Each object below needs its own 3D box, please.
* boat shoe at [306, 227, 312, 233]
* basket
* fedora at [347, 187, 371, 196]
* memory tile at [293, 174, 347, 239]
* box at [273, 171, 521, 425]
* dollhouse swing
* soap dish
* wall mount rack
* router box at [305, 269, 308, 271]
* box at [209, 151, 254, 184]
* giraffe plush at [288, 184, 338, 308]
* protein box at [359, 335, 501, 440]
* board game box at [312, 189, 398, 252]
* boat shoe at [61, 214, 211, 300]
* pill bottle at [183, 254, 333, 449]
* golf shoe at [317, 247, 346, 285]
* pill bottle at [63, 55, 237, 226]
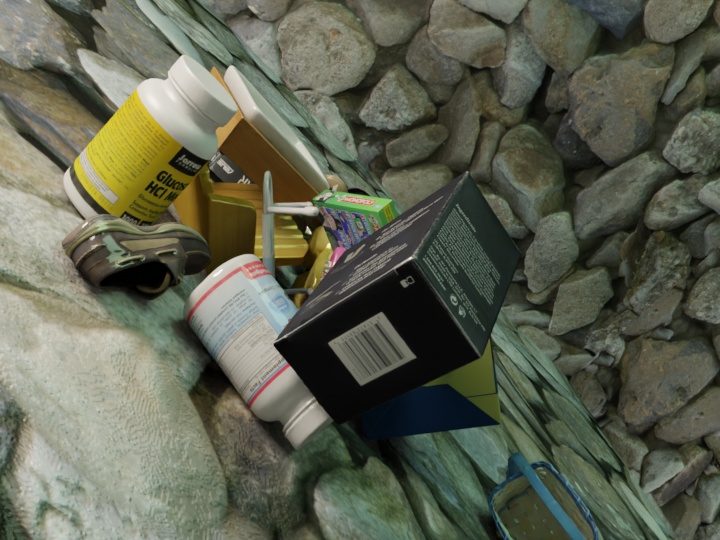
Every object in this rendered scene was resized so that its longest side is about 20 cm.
[{"bbox_3d":[-0.060,-0.077,1.346,0.203,0.067,0.072,58,13,10],"label":"boat shoe"},{"bbox_3d":[0.282,0.384,1.157,0.178,0.137,0.202,54,-17,31],"label":"basket"},{"bbox_3d":[-0.042,-0.064,1.444,0.089,0.200,0.181,-1,61,-39],"label":"fedora"},{"bbox_3d":[-0.088,-0.079,1.212,0.155,0.195,0.017,65,36,-34],"label":"memory tile"},{"bbox_3d":[0.045,0.027,0.785,0.118,0.195,0.201,51,36,-11],"label":"box"},{"bbox_3d":[-0.164,-0.113,1.055,0.172,0.185,0.202,-14,49,-25],"label":"dollhouse swing"},{"bbox_3d":[-0.140,-0.180,1.081,0.200,0.081,0.158,43,10,-44],"label":"soap dish"},{"bbox_3d":[-0.085,-0.018,0.926,0.174,0.072,0.206,-108,-163,-82],"label":"wall mount rack"},{"bbox_3d":[-0.021,0.075,1.301,0.157,0.052,0.201,44,13,-23],"label":"router box"},{"bbox_3d":[-0.196,-0.153,1.337,0.160,0.044,0.200,45,3,-18],"label":"box"},{"bbox_3d":[0.000,0.000,1.116,0.159,0.205,0.173,21,7,-15],"label":"giraffe plush"},{"bbox_3d":[0.094,0.132,1.101,0.200,0.193,0.139,-72,154,-76],"label":"protein box"},{"bbox_3d":[0.021,-0.003,0.965,0.133,0.029,0.204,15,-45,48],"label":"board game box"},{"bbox_3d":[-0.228,-0.004,0.807,0.199,0.074,0.075,3,55,-62],"label":"boat shoe"},{"bbox_3d":[-0.100,0.091,0.838,0.201,0.108,0.108,50,12,10],"label":"pill bottle"},{"bbox_3d":[-0.020,0.074,0.971,0.089,0.206,0.075,7,7,-6],"label":"golf shoe"},{"bbox_3d":[-0.235,-0.140,0.860,0.112,0.200,0.113,43,13,-12],"label":"pill bottle"}]
